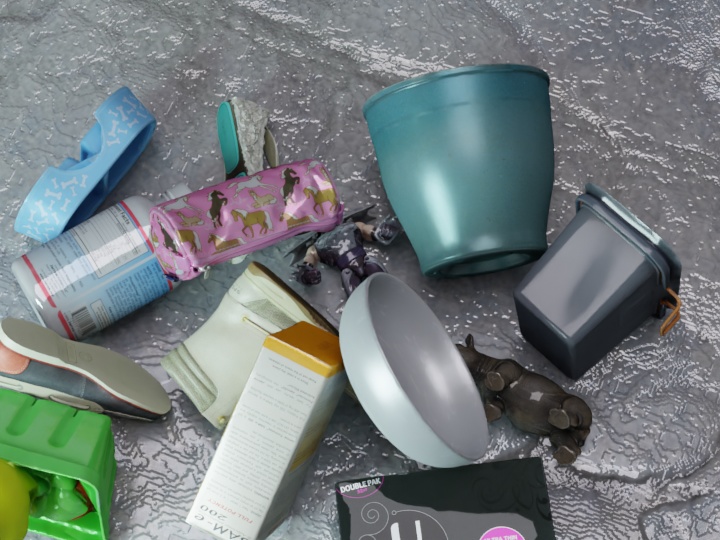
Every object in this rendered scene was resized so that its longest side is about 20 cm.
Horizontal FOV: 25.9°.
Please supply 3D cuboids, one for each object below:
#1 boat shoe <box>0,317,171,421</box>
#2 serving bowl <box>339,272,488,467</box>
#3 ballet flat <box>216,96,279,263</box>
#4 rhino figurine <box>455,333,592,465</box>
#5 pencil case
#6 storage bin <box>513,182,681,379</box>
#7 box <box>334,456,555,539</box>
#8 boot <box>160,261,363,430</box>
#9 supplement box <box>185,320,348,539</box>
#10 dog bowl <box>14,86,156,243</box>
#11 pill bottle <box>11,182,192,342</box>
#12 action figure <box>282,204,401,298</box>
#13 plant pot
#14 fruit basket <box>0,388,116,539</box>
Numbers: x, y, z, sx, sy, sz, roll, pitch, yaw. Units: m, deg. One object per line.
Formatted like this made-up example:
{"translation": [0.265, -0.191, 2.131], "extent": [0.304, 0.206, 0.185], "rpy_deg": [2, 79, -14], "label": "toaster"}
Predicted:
{"translation": [-0.288, 0.112, 1.579], "extent": [0.200, 0.063, 0.071], "rpy_deg": [25, 23, -26], "label": "boat shoe"}
{"translation": [0.040, 0.103, 1.478], "extent": [0.066, 0.200, 0.200], "rpy_deg": [-32, 65, 20], "label": "serving bowl"}
{"translation": [-0.116, -0.101, 1.705], "extent": [0.072, 0.072, 0.200], "rpy_deg": [-4, 67, -1], "label": "ballet flat"}
{"translation": [0.148, 0.121, 1.588], "extent": [0.200, 0.087, 0.060], "rpy_deg": [32, 109, 16], "label": "rhino figurine"}
{"translation": [-0.115, -0.053, 1.597], "extent": [0.200, 0.083, 0.087], "rpy_deg": [-21, 97, -28], "label": "pencil case"}
{"translation": [0.236, 0.029, 1.572], "extent": [0.146, 0.200, 0.134], "rpy_deg": [43, 84, 18], "label": "storage bin"}
{"translation": [0.084, 0.275, 1.491], "extent": [0.200, 0.124, 0.149], "rpy_deg": [-8, 66, -1], "label": "box"}
{"translation": [-0.087, 0.109, 1.596], "extent": [0.200, 0.072, 0.155], "rpy_deg": [44, 93, -11], "label": "boot"}
{"translation": [-0.082, 0.156, 1.502], "extent": [0.073, 0.126, 0.200], "rpy_deg": [26, 99, 10], "label": "supplement box"}
{"translation": [-0.292, -0.107, 1.689], "extent": [0.050, 0.111, 0.200], "rpy_deg": [36, 70, 2], "label": "dog bowl"}
{"translation": [-0.254, -0.010, 1.638], "extent": [0.200, 0.109, 0.109], "rpy_deg": [-30, 68, -13], "label": "pill bottle"}
{"translation": [0.000, 0.000, 1.652], "extent": [0.130, 0.069, 0.200], "rpy_deg": [-34, 64, -3], "label": "action figure"}
{"translation": [0.114, -0.094, 1.634], "extent": [0.200, 0.200, 0.188], "rpy_deg": [-8, 81, -2], "label": "plant pot"}
{"translation": [-0.347, 0.218, 1.508], "extent": [0.215, 0.156, 0.216], "rpy_deg": [2, 51, -2], "label": "fruit basket"}
